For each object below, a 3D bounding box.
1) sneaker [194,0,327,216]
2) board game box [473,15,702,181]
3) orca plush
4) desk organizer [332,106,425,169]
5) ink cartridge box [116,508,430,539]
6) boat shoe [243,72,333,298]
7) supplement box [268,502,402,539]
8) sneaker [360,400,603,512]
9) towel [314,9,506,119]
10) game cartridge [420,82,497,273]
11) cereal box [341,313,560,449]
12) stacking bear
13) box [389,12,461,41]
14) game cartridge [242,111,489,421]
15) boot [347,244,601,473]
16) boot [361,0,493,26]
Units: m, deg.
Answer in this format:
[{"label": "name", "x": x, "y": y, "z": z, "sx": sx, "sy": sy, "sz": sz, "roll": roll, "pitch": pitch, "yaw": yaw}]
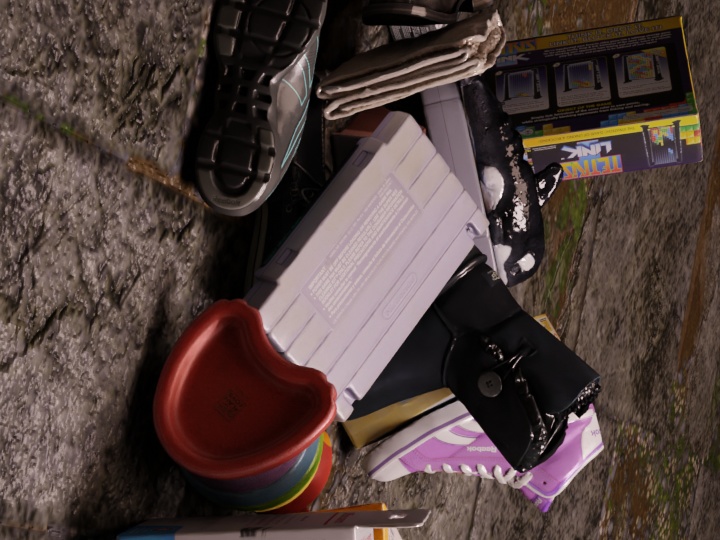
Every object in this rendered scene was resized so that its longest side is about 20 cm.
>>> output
[{"label": "sneaker", "x": -0.070, "y": -0.133, "z": 1.369, "sx": 0.079, "sy": 0.075, "sz": 0.201, "roll": 44, "pitch": 62, "yaw": -78}, {"label": "board game box", "x": 0.201, "y": -0.152, "z": 1.751, "sx": 0.166, "sy": 0.199, "sz": 0.057, "roll": -85, "pitch": 165, "yaw": -52}, {"label": "orca plush", "x": 0.134, "y": -0.087, "z": 1.632, "sx": 0.105, "sy": 0.071, "sz": 0.201, "roll": -70, "pitch": 148, "yaw": -84}, {"label": "desk organizer", "x": 0.031, "y": -0.035, "z": 1.613, "sx": 0.077, "sy": 0.071, "sz": 0.201, "roll": -51, "pitch": 142, "yaw": -54}, {"label": "ink cartridge box", "x": -0.053, "y": 0.199, "z": 1.290, "sx": 0.116, "sy": 0.199, "sz": 0.067, "roll": 22, "pitch": 65, "yaw": -84}, {"label": "boat shoe", "x": -0.042, "y": -0.051, "z": 1.449, "sx": 0.075, "sy": 0.062, "sz": 0.201, "roll": 8, "pitch": 88, "yaw": -65}, {"label": "supplement box", "x": -0.025, "y": 0.242, "z": 1.450, "sx": 0.200, "sy": 0.126, "sz": 0.074, "roll": 70, "pitch": 15, "yaw": -63}, {"label": "sneaker", "x": 0.107, "y": 0.161, "z": 1.625, "sx": 0.073, "sy": 0.200, "sz": 0.115, "roll": 23, "pitch": 45, "yaw": -81}, {"label": "towel", "x": 0.041, "y": -0.160, "z": 1.472, "sx": 0.200, "sy": 0.132, "sz": 0.035, "roll": -61, "pitch": 134, "yaw": -75}, {"label": "game cartridge", "x": 0.083, "y": -0.076, "z": 1.649, "sx": 0.133, "sy": 0.041, "sz": 0.201, "roll": 88, "pitch": -9, "yaw": -84}, {"label": "cereal box", "x": 0.082, "y": 0.095, "z": 1.692, "sx": 0.040, "sy": 0.144, "sz": 0.200, "roll": 61, "pitch": 22, "yaw": 8}, {"label": "stacking bear", "x": -0.072, "y": 0.122, "z": 1.383, "sx": 0.114, "sy": 0.121, "sz": 0.200, "roll": -44, "pitch": 158, "yaw": -8}, {"label": "box", "x": 0.059, "y": -0.314, "z": 1.619, "sx": 0.200, "sy": 0.047, "sz": 0.194, "roll": 69, "pitch": 35, "yaw": -47}, {"label": "game cartridge", "x": 0.002, "y": -0.005, "z": 1.426, "sx": 0.200, "sy": 0.038, "sz": 0.130, "roll": -52, "pitch": 121, "yaw": -20}, {"label": "boot", "x": 0.077, "y": 0.100, "z": 1.542, "sx": 0.200, "sy": 0.168, "sz": 0.076, "roll": -45, "pitch": 165, "yaw": 21}, {"label": "boot", "x": 0.049, "y": -0.282, "z": 1.498, "sx": 0.200, "sy": 0.069, "sz": 0.175, "roll": -34, "pitch": 123, "yaw": -62}]
